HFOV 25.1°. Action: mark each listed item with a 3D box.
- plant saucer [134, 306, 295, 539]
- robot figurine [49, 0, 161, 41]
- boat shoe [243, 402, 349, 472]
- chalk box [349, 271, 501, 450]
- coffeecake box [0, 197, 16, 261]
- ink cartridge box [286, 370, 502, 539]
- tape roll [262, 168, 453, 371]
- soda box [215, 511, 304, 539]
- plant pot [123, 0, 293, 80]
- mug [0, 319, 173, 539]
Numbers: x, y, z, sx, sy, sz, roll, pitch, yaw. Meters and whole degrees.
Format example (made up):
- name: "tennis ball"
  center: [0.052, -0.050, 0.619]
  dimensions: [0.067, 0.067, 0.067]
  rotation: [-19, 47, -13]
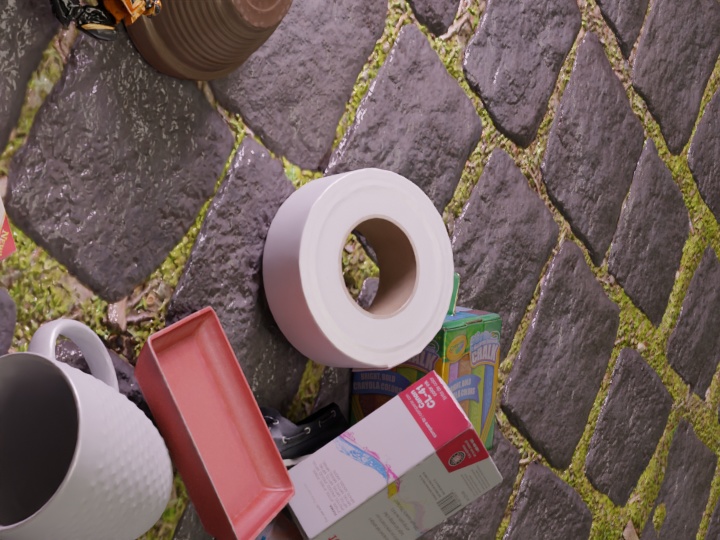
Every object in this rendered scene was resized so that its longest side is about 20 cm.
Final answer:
- name: "plant saucer"
  center: [-0.136, 0.143, 1.478]
  dimensions: [0.202, 0.036, 0.200]
  rotation: [65, 13, -2]
- name: "robot figurine"
  center: [-0.222, -0.287, 1.321]
  dimensions: [0.145, 0.058, 0.200]
  rotation: [-51, 122, -23]
- name: "boat shoe"
  center: [-0.085, 0.170, 1.635]
  dimensions: [0.198, 0.074, 0.067]
  rotation: [-7, 81, -40]
- name: "chalk box"
  center: [0.073, 0.101, 1.790]
  dimensions: [0.123, 0.123, 0.202]
  rotation: [-8, 103, -53]
- name: "coffeecake box"
  center: [-0.356, -0.073, 1.199]
  dimensions: [0.153, 0.073, 0.202]
  rotation: [-40, 128, -44]
- name: "ink cartridge box"
  center: [0.030, 0.212, 1.638]
  dimensions: [0.199, 0.086, 0.148]
  rotation: [-32, 147, -2]
- name: "tape roll"
  center: [0.000, 0.000, 1.656]
  dimensions: [0.201, 0.070, 0.205]
  rotation: [5, 83, -37]
- name: "soda box"
  center: [-0.075, 0.317, 1.684]
  dimensions: [0.200, 0.063, 0.069]
  rotation: [52, 57, -45]
- name: "plant pot"
  center: [-0.122, -0.272, 1.465]
  dimensions: [0.200, 0.092, 0.203]
  rotation: [-14, 108, -52]
- name: "mug"
  center: [-0.242, 0.139, 1.359]
  dimensions: [0.175, 0.146, 0.202]
  rotation: [35, 45, -57]
